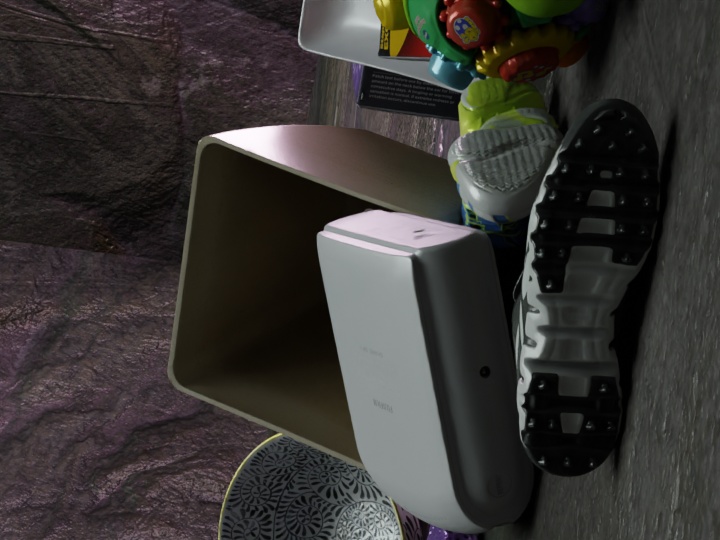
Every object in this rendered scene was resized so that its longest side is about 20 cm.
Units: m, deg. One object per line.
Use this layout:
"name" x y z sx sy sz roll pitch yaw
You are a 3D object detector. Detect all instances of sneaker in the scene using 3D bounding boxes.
"sneaker" 0.098 -0.050 1.587 0.200 0.075 0.106 -77 -15 -65
"sneaker" 0.113 0.002 1.299 0.091 0.066 0.201 -107 23 -72

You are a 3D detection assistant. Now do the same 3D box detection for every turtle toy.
"turtle toy" 0.093 -0.173 1.474 0.200 0.145 0.102 109 145 -69

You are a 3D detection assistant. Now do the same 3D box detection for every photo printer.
"photo printer" 0.042 0.068 1.571 0.166 0.069 0.201 17 121 65

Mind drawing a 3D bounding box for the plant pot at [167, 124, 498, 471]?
"plant pot" 0.000 0.000 1.763 0.177 0.199 0.201 -32 -42 -55

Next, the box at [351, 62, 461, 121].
"box" 0.058 -0.242 2.031 0.148 0.104 0.201 -97 14 -71

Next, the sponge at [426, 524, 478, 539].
"sponge" 0.056 0.262 1.766 0.112 0.030 0.201 -94 13 -64

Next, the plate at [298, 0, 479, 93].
"plate" 0.050 -0.250 1.901 0.032 0.199 0.201 -11 -66 -53

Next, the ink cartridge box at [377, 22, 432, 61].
"ink cartridge box" 0.069 -0.246 1.717 0.175 0.083 0.201 -167 80 -68

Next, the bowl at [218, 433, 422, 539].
"bowl" -0.014 0.231 2.038 0.094 0.200 0.202 0 -80 -52
